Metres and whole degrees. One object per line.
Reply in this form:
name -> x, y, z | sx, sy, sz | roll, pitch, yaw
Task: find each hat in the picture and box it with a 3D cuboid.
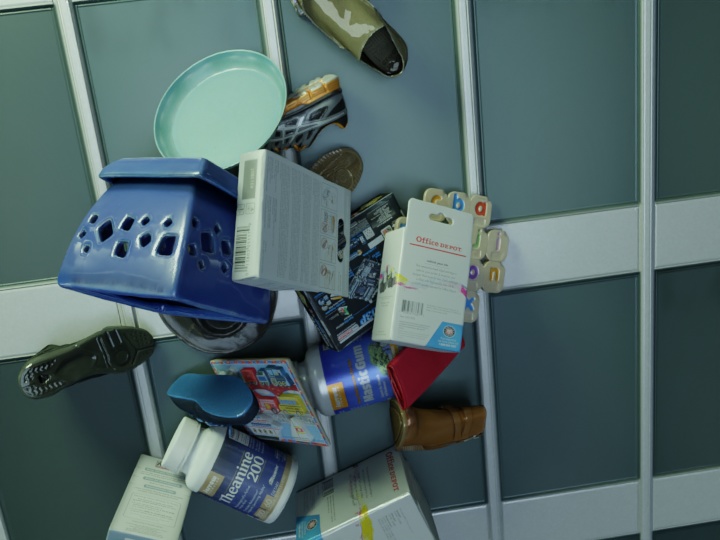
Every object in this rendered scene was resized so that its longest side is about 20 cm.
hat -> -0.226, 0.048, 1.029 | 0.198, 0.081, 0.203 | -1, 105, -4

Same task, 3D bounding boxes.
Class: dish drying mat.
dish drying mat -> 0.103, 0.129, 1.039 | 0.018, 0.200, 0.078 | -15, 104, 38

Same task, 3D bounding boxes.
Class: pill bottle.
pill bottle -> -0.023, 0.163, 1.063 | 0.198, 0.112, 0.113 | -16, 106, -2
pill bottle -> -0.209, 0.314, 1.084 | 0.198, 0.111, 0.112 | 28, 101, -12

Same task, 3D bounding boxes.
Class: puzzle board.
puzzle board -> -0.144, 0.203, 1.040 | 0.017, 0.199, 0.152 | -37, 110, -41

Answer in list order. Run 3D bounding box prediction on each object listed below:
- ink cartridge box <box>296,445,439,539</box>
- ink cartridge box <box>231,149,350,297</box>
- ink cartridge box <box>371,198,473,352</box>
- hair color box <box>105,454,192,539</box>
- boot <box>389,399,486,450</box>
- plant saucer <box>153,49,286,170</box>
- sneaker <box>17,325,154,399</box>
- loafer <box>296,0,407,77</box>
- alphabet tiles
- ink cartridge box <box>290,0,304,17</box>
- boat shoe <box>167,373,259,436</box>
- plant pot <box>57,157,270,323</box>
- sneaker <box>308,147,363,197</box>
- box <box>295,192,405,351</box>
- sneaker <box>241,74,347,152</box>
ink cartridge box -> 0.013, 0.420, 1.115 | 0.198, 0.147, 0.147 | -26, 106, 3
ink cartridge box -> -0.086, -0.053, 0.906 | 0.056, 0.199, 0.165 | -3, 79, 28
ink cartridge box -> 0.091, 0.010, 0.977 | 0.114, 0.068, 0.203 | 12, 80, -22
hair color box -> -0.318, 0.370, 1.043 | 0.098, 0.200, 0.061 | 17, 104, -9
boot -> 0.125, 0.237, 1.071 | 0.153, 0.200, 0.075 | -9, 69, 1
plant saucer -> -0.190, -0.216, 0.936 | 0.198, 0.027, 0.202 | -7, 65, 15
sneaker -> -0.423, 0.133, 1.044 | 0.198, 0.114, 0.077 | -22, 103, -28
loafer -> -0.003, -0.335, 0.925 | 0.199, 0.068, 0.076 | 27, 114, -32
alphabet tiles -> 0.139, -0.022, 1.046 | 0.198, 0.015, 0.198 | 6, 92, -21
ink cartridge box -> -0.084, -0.466, 0.922 | 0.108, 0.050, 0.201 | -28, 107, 3
boat shoe -> -0.214, 0.201, 1.039 | 0.084, 0.199, 0.069 | -46, 123, -28
plant pot -> -0.234, -0.039, 0.881 | 0.198, 0.200, 0.182 | 5, 79, 26
sneaker -> -0.081, -0.101, 1.019 | 0.071, 0.112, 0.200 | 45, 67, -12
box -> 0.000, 0.000, 1.024 | 0.199, 0.046, 0.160 | -35, 106, -17
sneaker -> -0.106, -0.204, 0.980 | 0.198, 0.078, 0.078 | -27, 117, 5
